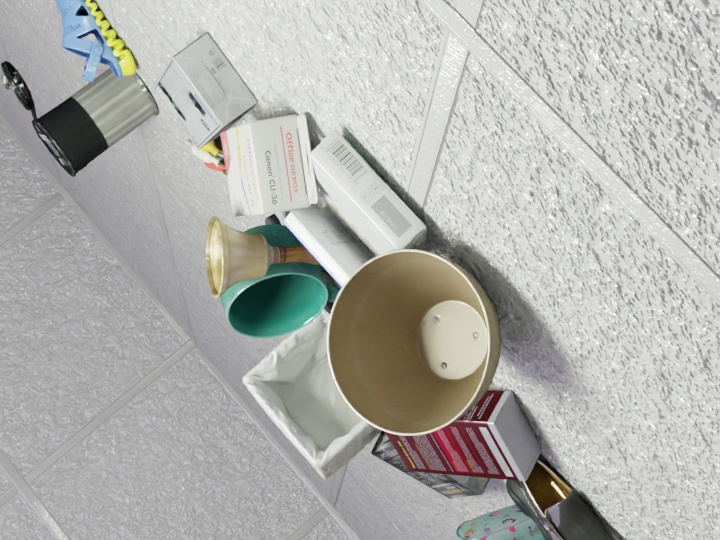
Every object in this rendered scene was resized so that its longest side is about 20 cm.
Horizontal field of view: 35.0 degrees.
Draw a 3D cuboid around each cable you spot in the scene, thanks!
[{"bbox_3d":[-0.195,-0.154,1.730,0.200,0.050,0.098,39,161,40],"label":"cable"}]

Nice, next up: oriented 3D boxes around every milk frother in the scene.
[{"bbox_3d":[-0.488,-0.304,1.962,0.180,0.188,0.201,33,156,44],"label":"milk frother"}]

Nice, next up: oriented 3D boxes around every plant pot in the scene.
[{"bbox_3d":[0.080,0.079,1.296,0.200,0.201,0.134,44,-162,22],"label":"plant pot"}]

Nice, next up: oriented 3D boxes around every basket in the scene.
[{"bbox_3d":[-0.054,0.203,1.879,0.198,0.200,0.161,46,169,17],"label":"basket"}]

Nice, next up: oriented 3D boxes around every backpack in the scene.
[{"bbox_3d":[0.218,0.419,1.636,0.200,0.176,0.152,112,140,-77],"label":"backpack"}]

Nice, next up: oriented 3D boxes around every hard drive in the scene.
[{"bbox_3d":[0.000,0.000,1.453,0.200,0.025,0.132,47,-160,14],"label":"hard drive"}]

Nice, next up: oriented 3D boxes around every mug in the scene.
[{"bbox_3d":[-0.123,0.012,1.656,0.184,0.152,0.115,27,-146,-47],"label":"mug"}]

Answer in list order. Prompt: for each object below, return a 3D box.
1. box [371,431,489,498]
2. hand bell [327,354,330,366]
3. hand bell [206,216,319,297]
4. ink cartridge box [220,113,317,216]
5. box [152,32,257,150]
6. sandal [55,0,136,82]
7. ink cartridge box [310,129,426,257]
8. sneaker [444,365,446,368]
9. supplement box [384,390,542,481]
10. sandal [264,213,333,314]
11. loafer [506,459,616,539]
[{"bbox_3d":[0.110,0.300,1.806,0.157,0.049,0.200,29,164,-2],"label":"box"},{"bbox_3d":[-0.001,0.057,1.641,0.104,0.104,0.201,40,149,33],"label":"hand bell"},{"bbox_3d":[-0.099,-0.020,1.525,0.104,0.198,0.106,179,90,-70],"label":"hand bell"},{"bbox_3d":[-0.119,-0.133,1.460,0.200,0.067,0.118,-178,78,-69],"label":"ink cartridge box"},{"bbox_3d":[-0.219,-0.243,1.584,0.117,0.060,0.200,54,164,-9],"label":"box"},{"bbox_3d":[-0.456,-0.391,1.873,0.201,0.087,0.079,54,166,-5],"label":"sandal"},{"bbox_3d":[0.013,-0.067,1.381,0.161,0.050,0.200,47,174,13],"label":"ink cartridge box"},{"bbox_3d":[0.087,0.161,1.634,0.116,0.075,0.199,58,153,-8],"label":"sneaker"},{"bbox_3d":[0.127,0.214,1.504,0.198,0.061,0.109,-3,128,41],"label":"supplement box"},{"bbox_3d":[-0.086,-0.017,1.767,0.201,0.043,0.076,55,173,-34],"label":"sandal"},{"bbox_3d":[0.262,0.315,1.474,0.200,0.073,0.073,39,156,33],"label":"loafer"}]
